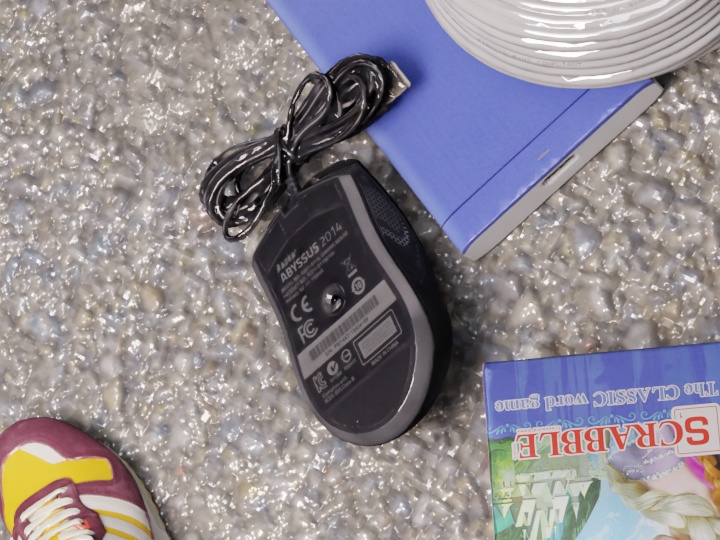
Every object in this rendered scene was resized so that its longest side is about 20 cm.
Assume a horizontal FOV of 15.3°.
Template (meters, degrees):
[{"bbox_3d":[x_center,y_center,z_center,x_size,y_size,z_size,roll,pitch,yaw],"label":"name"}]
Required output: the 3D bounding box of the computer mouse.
[{"bbox_3d":[0.000,0.000,1.383,0.138,0.053,0.200,-36,59,30],"label":"computer mouse"}]

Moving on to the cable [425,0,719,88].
[{"bbox_3d":[0.119,-0.186,1.348,0.200,0.069,0.200,-23,64,6],"label":"cable"}]

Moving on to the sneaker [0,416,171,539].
[{"bbox_3d":[-0.144,0.147,1.395,0.075,0.090,0.200,-45,61,9],"label":"sneaker"}]

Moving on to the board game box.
[{"bbox_3d":[0.162,0.133,1.244,0.200,0.041,0.200,-6,73,7],"label":"board game box"}]

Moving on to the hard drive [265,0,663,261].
[{"bbox_3d":[0.049,-0.121,1.409,0.132,0.025,0.200,-42,62,11],"label":"hard drive"}]
